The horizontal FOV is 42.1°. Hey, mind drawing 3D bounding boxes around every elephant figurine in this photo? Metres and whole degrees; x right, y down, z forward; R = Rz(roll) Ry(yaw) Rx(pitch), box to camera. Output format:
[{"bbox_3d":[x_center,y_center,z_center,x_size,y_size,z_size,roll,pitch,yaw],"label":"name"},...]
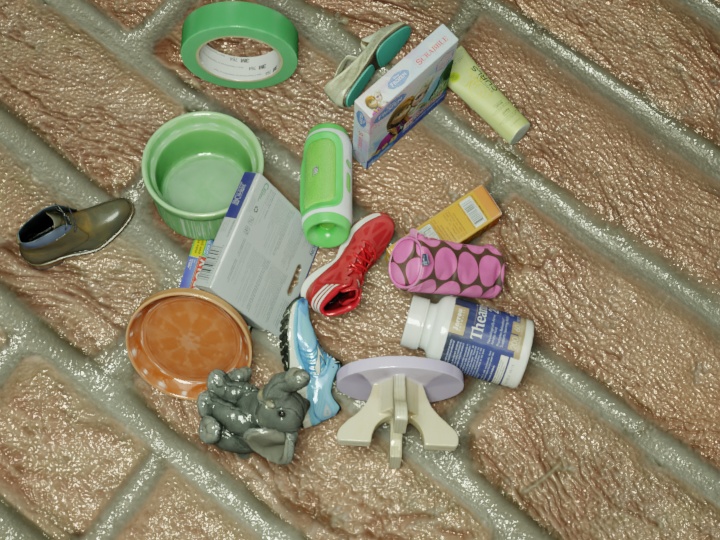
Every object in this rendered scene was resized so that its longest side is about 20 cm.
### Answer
[{"bbox_3d":[-0.132,0.213,1.366,0.196,0.154,0.145,-1,83,27],"label":"elephant figurine"}]

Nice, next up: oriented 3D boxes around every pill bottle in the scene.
[{"bbox_3d":[0.167,0.106,1.476,0.196,0.111,0.113,16,73,3],"label":"pill bottle"}]

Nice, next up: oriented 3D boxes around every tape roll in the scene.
[{"bbox_3d":[-0.202,-0.374,1.566,0.195,0.201,0.049,2,73,-1],"label":"tape roll"}]

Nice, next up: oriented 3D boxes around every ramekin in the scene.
[{"bbox_3d":[-0.255,-0.150,1.535,0.195,0.098,0.204,2,62,-4],"label":"ramekin"}]

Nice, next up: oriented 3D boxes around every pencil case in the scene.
[{"bbox_3d":[0.142,-0.008,1.472,0.197,0.090,0.096,7,92,-41],"label":"pencil case"}]

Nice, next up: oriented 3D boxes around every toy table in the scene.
[{"bbox_3d":[0.060,0.210,1.418,0.195,0.185,0.119,-4,56,9],"label":"toy table"}]

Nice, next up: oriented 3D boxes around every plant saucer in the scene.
[{"bbox_3d":[-0.262,0.113,1.442,0.195,0.204,0.033,6,31,0],"label":"plant saucer"}]

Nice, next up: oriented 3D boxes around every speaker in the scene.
[{"bbox_3d":[-0.055,-0.142,1.539,0.086,0.089,0.204,0,57,-1],"label":"speaker"}]

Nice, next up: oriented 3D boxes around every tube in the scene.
[{"bbox_3d":[0.213,-0.306,1.637,0.201,0.052,0.058,50,38,17],"label":"tube"}]

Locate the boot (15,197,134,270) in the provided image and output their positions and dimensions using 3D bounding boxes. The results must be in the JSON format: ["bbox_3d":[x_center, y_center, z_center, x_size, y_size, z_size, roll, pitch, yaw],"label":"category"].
[{"bbox_3d":[-0.464,-0.071,1.521,0.197,0.097,0.076,-31,76,-10],"label":"boot"}]

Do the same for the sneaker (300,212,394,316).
[{"bbox_3d":[0.000,0.000,1.495,0.201,0.115,0.078,-49,121,-4],"label":"sneaker"}]

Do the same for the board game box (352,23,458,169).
[{"bbox_3d":[0.070,-0.282,1.546,0.200,0.200,0.041,-43,78,-12],"label":"board game box"}]

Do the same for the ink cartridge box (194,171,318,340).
[{"bbox_3d":[-0.156,-0.020,1.485,0.043,0.200,0.200,9,68,34],"label":"ink cartridge box"}]

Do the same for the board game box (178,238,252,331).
[{"bbox_3d":[-0.231,0.041,1.529,0.131,0.029,0.204,14,73,2],"label":"board game box"}]

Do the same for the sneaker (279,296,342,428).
[{"bbox_3d":[-0.076,0.142,1.485,0.088,0.078,0.205,-8,86,-17],"label":"sneaker"}]

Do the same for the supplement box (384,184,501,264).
[{"bbox_3d":[0.136,-0.057,1.549,0.198,0.067,0.070,-32,79,-10],"label":"supplement box"}]

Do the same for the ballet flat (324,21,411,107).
[{"bbox_3d":[0.009,-0.375,1.644,0.062,0.068,0.201,35,75,19],"label":"ballet flat"}]
